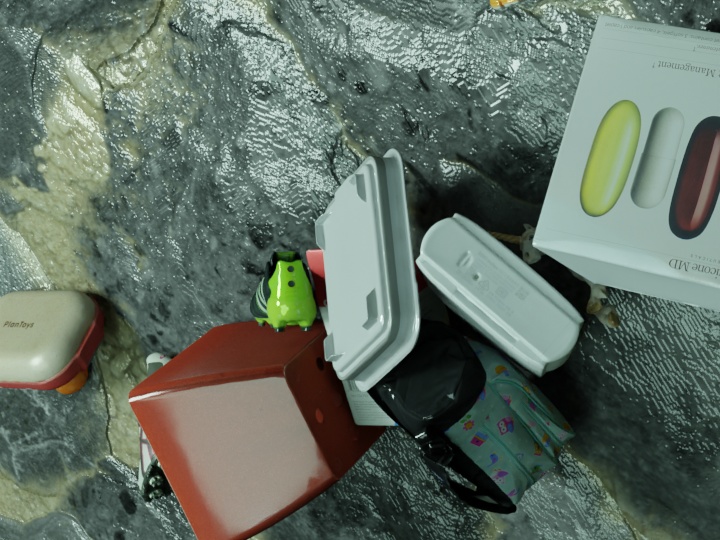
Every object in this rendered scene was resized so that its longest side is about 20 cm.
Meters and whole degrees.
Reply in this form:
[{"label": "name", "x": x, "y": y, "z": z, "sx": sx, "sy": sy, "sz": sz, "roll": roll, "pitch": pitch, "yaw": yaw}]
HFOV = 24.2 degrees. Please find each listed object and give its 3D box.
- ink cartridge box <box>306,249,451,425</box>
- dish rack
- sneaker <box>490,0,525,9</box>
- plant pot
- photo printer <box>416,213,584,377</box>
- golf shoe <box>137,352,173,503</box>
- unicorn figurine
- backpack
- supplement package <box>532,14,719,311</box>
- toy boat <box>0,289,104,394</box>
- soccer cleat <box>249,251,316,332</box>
[{"label": "ink cartridge box", "x": 0.028, "y": 0.057, "z": 1.732, "sx": 0.116, "sy": 0.067, "sz": 0.200, "roll": -3, "pitch": 111, "yaw": 37}, {"label": "dish rack", "x": 0.000, "y": 0.000, "z": 1.582, "sx": 0.172, "sy": 0.043, "sz": 0.201, "roll": 132, "pitch": 138, "yaw": -60}, {"label": "sneaker", "x": 0.179, "y": -0.286, "z": 1.434, "sx": 0.200, "sy": 0.078, "sz": 0.077, "roll": -15, "pitch": 98, "yaw": 41}, {"label": "plant pot", "x": -0.093, "y": 0.159, "z": 1.805, "sx": 0.176, "sy": 0.200, "sz": 0.200, "roll": -20, "pitch": 100, "yaw": 31}, {"label": "photo printer", "x": 0.131, "y": 0.028, "z": 1.572, "sx": 0.166, "sy": 0.200, "sz": 0.069, "roll": 40, "pitch": 88, "yaw": 9}, {"label": "golf shoe", "x": -0.233, "y": 0.189, "z": 2.009, "sx": 0.088, "sy": 0.077, "sz": 0.200, "roll": 46, "pitch": 133, "yaw": 35}, {"label": "unicorn figurine", "x": 0.218, "y": -0.022, "z": 1.535, "sx": 0.200, "sy": 0.138, "sz": 0.074, "roll": -33, "pitch": 131, "yaw": 22}, {"label": "backpack", "x": 0.113, "y": 0.143, "z": 1.627, "sx": 0.200, "sy": 0.127, "sz": 0.167, "roll": 44, "pitch": -175, "yaw": -33}, {"label": "supplement package", "x": 0.274, "y": -0.080, "z": 1.365, "sx": 0.191, "sy": 0.147, "sz": 0.201, "roll": 14, "pitch": 85, "yaw": 31}, {"label": "toy boat", "x": -0.384, "y": 0.103, "z": 2.049, "sx": 0.200, "sy": 0.131, "sz": 0.131, "roll": 0, "pitch": 142, "yaw": 37}, {"label": "soccer cleat", "x": -0.078, "y": 0.020, "z": 1.753, "sx": 0.200, "sy": 0.067, "sz": 0.081, "roll": -179, "pitch": 87, "yaw": -81}]
